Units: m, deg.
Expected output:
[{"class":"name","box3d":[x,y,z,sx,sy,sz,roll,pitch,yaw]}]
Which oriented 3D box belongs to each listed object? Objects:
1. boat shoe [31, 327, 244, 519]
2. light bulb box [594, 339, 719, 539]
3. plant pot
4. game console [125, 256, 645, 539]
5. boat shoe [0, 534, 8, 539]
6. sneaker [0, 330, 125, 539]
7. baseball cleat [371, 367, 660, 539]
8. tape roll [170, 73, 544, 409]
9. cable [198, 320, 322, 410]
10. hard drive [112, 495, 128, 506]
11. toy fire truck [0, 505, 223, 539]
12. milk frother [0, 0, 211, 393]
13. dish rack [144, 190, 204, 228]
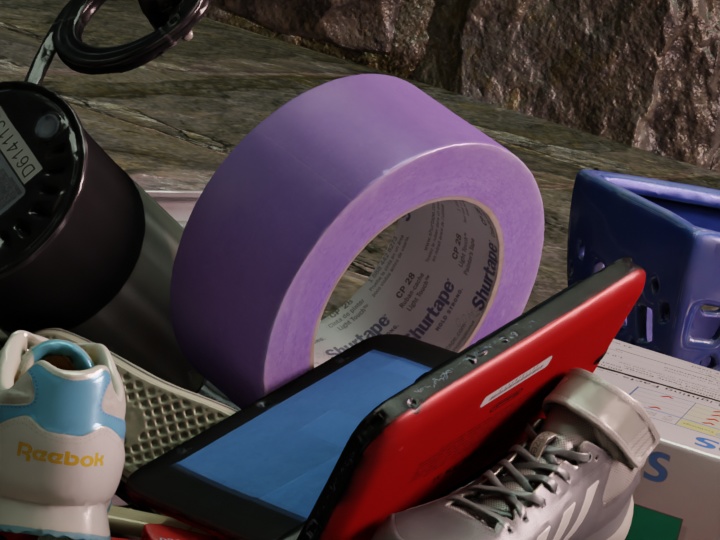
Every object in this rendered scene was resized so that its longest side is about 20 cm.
[{"class":"boat shoe","box3d":[-0.095,0.097,1.251,0.200,0.075,0.062,31,-7,7]},{"class":"light bulb box","box3d":[0.178,0.132,1.321,0.198,0.125,0.200,17,13,15]},{"class":"plant pot","box3d":[0.251,0.047,1.676,0.200,0.180,0.200,10,12,-20]},{"class":"game console","box3d":[0.011,0.052,1.152,0.119,0.172,0.200,44,47,19]},{"class":"boat shoe","box3d":[-0.219,0.116,1.098,0.072,0.061,0.201,2,16,-45]},{"class":"sneaker","box3d":[-0.141,0.068,1.109,0.076,0.081,0.200,8,4,-16]},{"class":"baseball cleat","box3d":[0.072,0.096,1.114,0.070,0.107,0.200,26,16,25]},{"class":"tape roll","box3d":[0.000,0.000,1.320,0.200,0.200,0.085,1,29,-47]},{"class":"cable","box3d":[-0.013,0.082,1.480,0.200,0.069,0.200,6,14,-31]},{"class":"hard drive","box3d":[-0.168,0.097,1.340,0.132,0.026,0.200,22,13,36]},{"class":"toy fire truck","box3d":[-0.089,0.140,1.162,0.200,0.049,0.141,9,13,-20]},{"class":"milk frother","box3d":[-0.128,-0.050,1.317,0.188,0.200,0.181,47,21,-56]},{"class":"dish rack","box3d":[-0.132,0.009,1.522,0.171,0.044,0.200,0,-22,-20]}]
